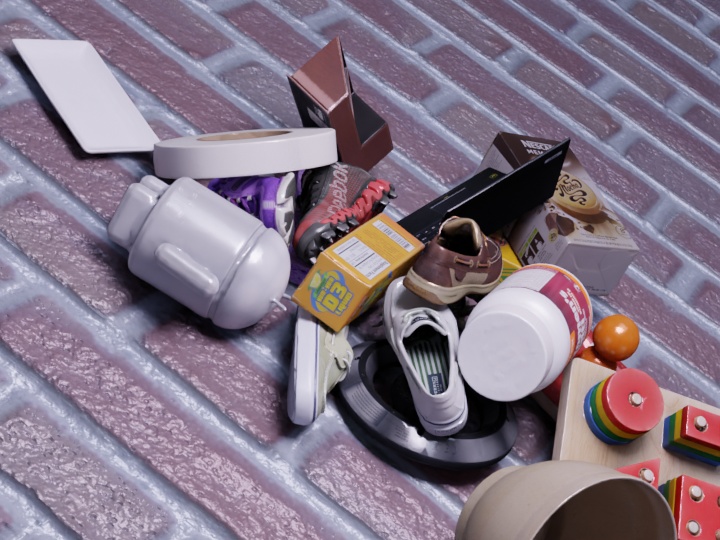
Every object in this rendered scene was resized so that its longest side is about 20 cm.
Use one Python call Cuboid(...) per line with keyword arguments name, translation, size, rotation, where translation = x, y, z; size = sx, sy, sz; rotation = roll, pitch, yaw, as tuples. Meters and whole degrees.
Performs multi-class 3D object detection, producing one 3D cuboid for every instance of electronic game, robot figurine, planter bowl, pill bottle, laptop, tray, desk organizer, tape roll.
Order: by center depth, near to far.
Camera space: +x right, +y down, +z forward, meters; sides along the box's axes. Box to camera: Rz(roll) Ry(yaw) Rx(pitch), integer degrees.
Cuboid(name="planter bowl", translation=(0.171, 0.256, 1.467), size=(0.199, 0.201, 0.135), rotation=(3, 14, -35))
Cuboid(name="robot figurine", translation=(-0.154, -0.016, 1.624), size=(0.199, 0.113, 0.170), rotation=(31, 22, 1))
Cuboid(name="pill bottle", translation=(0.168, 0.064, 1.648), size=(0.109, 0.110, 0.200), rotation=(35, 20, 8))
Cuboid(name="electronic game", translation=(0.068, 0.135, 1.660), size=(0.199, 0.042, 0.200), rotation=(17, 29, -10))
Cuboid(name="tape roll", translation=(-0.126, -0.130, 1.764), size=(0.201, 0.037, 0.203), rotation=(-4, 9, 1))
Cuboid(name="laptop", translation=(0.122, -0.089, 1.818), size=(0.177, 0.104, 0.200), rotation=(-30, 31, -19))
Cuboid(name="tray", translation=(-0.312, -0.193, 1.822), size=(0.107, 0.022, 0.200), rotation=(-6, 47, -41))
Cuboid(name="desk organizer", translation=(-0.020, -0.181, 1.874), size=(0.077, 0.200, 0.072), rotation=(-42, 69, -10))

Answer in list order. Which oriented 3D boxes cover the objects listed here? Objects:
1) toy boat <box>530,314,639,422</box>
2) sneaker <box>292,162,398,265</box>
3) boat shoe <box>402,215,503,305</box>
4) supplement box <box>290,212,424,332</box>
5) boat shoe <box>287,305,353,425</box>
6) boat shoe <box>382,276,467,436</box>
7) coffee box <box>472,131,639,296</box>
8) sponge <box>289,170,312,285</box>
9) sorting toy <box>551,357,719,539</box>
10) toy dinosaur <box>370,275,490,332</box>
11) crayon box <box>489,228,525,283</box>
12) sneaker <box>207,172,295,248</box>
Cuboid(name="toy boat", translation=(0.260, 0.100, 1.776), size=(0.200, 0.131, 0.130), rotation=(46, 36, 23))
Cuboid(name="sneaker", translation=(-0.038, -0.067, 1.769), size=(0.098, 0.071, 0.200), rotation=(36, 31, 8))
Cuboid(name="boat shoe", translation=(0.109, -0.019, 1.690), size=(0.072, 0.072, 0.200), rotation=(28, 20, 20))
Cuboid(name="supplement box", translation=(0.000, 0.000, 1.682), size=(0.069, 0.067, 0.200), rotation=(38, 23, 9))
Cuboid(name="boat shoe", translation=(-0.038, 0.082, 1.615), size=(0.062, 0.072, 0.200), rotation=(8, 33, -3))
Cuboid(name="boat shoe", translation=(0.068, 0.069, 1.614), size=(0.073, 0.067, 0.201), rotation=(-16, 48, -6))
Cuboid(name="coffee box", translation=(0.231, -0.069, 1.932), size=(0.112, 0.080, 0.200), rotation=(5, 41, -33))
Cuboid(name="sponge", translation=(-0.032, -0.040, 1.830), size=(0.111, 0.030, 0.200), rotation=(22, 34, -12))
Cuboid(name="sorting toy", translation=(0.300, 0.202, 1.653), size=(0.198, 0.070, 0.201), rotation=(20, 61, -16))
Cuboid(name="toy dinosaur", translation=(0.093, 0.028, 1.769), size=(0.102, 0.077, 0.200), rotation=(26, 20, 9))
Cuboid(name="crayon box", translation=(0.182, -0.022, 1.952), size=(0.199, 0.051, 0.127), rotation=(25, 34, -7))
Cuboid(name="sneaker", translation=(-0.120, -0.067, 1.721), size=(0.083, 0.081, 0.200), rotation=(1, 5, -18))
